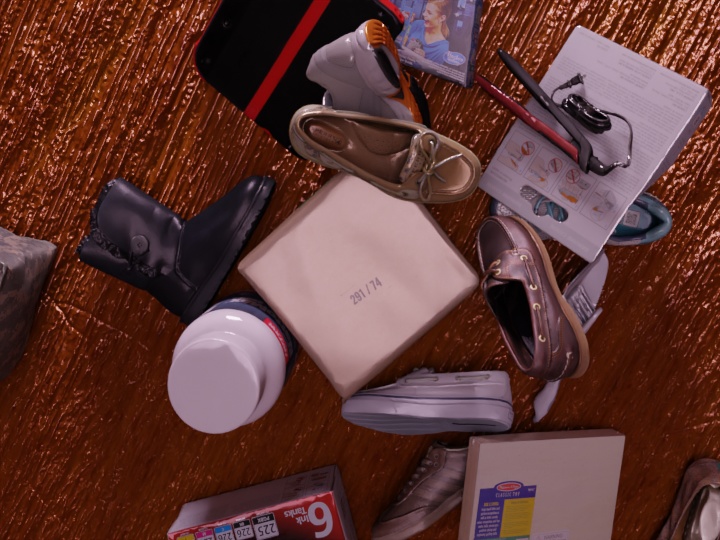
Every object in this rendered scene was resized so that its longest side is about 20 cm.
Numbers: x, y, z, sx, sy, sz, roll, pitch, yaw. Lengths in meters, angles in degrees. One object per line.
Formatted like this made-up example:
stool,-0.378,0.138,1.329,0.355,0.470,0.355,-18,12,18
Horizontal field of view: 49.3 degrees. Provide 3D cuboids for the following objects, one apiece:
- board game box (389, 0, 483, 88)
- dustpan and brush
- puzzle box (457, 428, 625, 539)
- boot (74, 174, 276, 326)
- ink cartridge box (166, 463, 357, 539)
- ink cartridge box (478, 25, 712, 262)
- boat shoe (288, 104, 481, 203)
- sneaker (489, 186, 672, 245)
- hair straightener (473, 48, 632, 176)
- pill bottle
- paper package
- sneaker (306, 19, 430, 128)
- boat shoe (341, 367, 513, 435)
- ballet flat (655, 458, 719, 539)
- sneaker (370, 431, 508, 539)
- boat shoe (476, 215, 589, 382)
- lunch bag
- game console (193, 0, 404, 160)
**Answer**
board game box,0.058,-0.323,0.822,0.197,0.062,0.203,23,106,9
dustpan and brush,0.222,0.088,0.869,0.057,0.139,0.202,37,127,17
puzzle box,0.204,0.249,0.882,0.196,0.025,0.136,3,99,-22
boot,-0.207,-0.056,0.871,0.167,0.077,0.202,33,104,-6
ink cartridge box,-0.100,0.346,0.916,0.196,0.084,0.179,-16,97,4
ink cartridge box,0.241,-0.131,0.824,0.159,0.047,0.202,38,101,29
boat shoe,0.026,-0.110,0.757,0.196,0.063,0.075,12,95,-8
sneaker,0.239,-0.066,0.847,0.195,0.086,0.080,2,98,2
hair straightener,0.204,-0.170,0.797,0.077,0.041,0.200,-49,56,12
pill bottle,-0.132,0.095,0.826,0.117,0.200,0.123,0,98,2
paper package,0.000,0.000,0.858,0.199,0.104,0.191,-40,94,7
sneaker,0.013,-0.171,0.815,0.090,0.200,0.077,-11,55,21
boat shoe,0.077,0.146,0.897,0.195,0.074,0.068,1,60,13
ballet flat,0.378,0.317,0.901,0.067,0.067,0.205,11,98,1
sneaker,0.088,0.241,0.912,0.198,0.070,0.076,-31,82,-1
boat shoe,0.156,0.019,0.780,0.069,0.202,0.071,2,134,-25
lunch bag,-0.429,0.058,0.851,0.115,0.164,0.204,19,97,-6
game console,-0.073,-0.243,0.834,0.176,0.031,0.201,37,121,-6
